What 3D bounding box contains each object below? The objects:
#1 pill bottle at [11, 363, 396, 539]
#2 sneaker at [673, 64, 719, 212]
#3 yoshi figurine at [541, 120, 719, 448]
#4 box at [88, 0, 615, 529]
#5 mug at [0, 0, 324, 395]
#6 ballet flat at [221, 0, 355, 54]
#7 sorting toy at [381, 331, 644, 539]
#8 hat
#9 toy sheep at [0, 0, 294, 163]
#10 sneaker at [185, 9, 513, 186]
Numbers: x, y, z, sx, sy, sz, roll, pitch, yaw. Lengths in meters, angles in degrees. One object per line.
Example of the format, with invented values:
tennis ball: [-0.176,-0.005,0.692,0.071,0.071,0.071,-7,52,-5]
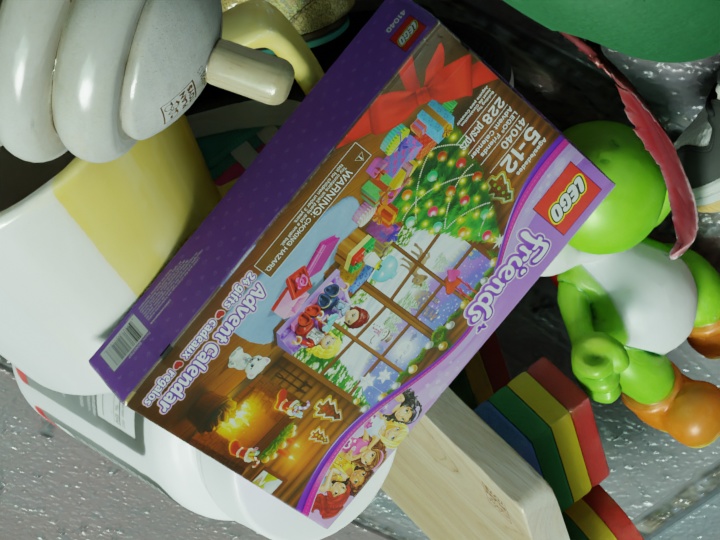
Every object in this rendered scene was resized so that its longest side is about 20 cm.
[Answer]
pill bottle: [-0.077,0.054,1.055,0.200,0.114,0.114,23,160,49]
sneaker: [0.181,-0.107,0.913,0.088,0.076,0.200,34,131,-8]
yoshi figurine: [0.130,-0.003,1.022,0.112,0.112,0.200,-33,124,21]
box: [0.000,0.000,0.909,0.200,0.039,0.137,-51,132,3]
mug: [-0.111,-0.025,0.914,0.186,0.149,0.153,-1,143,28]
ballet flat: [-0.098,-0.116,0.970,0.200,0.071,0.071,-12,136,27]
sorting toy: [0.064,0.091,1.095,0.070,0.200,0.199,-37,142,-13]
hat: [0.129,-0.086,0.823,0.166,0.200,0.176,-28,97,25]
toy sheep: [-0.117,-0.104,0.790,0.200,0.138,0.138,18,142,11]
sneaker: [-0.012,-0.048,1.006,0.200,0.084,0.121,-1,136,26]
